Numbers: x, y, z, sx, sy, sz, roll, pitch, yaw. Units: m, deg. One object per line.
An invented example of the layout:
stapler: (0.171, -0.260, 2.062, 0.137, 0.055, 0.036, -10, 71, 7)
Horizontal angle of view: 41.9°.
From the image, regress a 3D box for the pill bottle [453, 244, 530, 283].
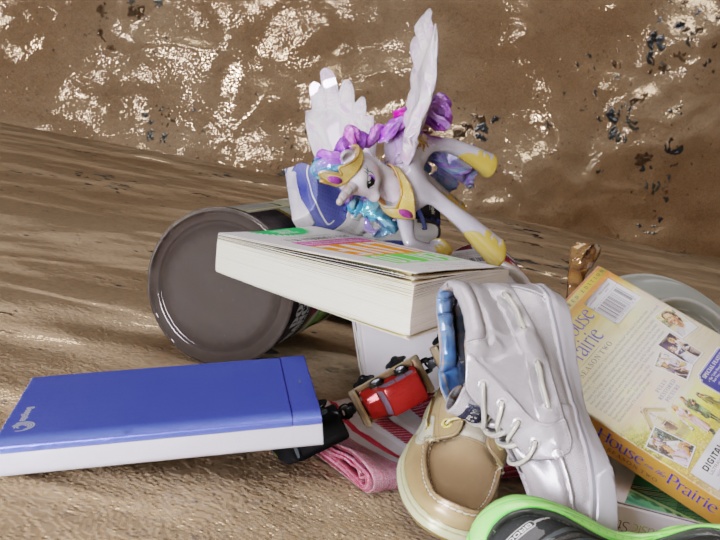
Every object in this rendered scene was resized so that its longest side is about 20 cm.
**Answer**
pill bottle: (0.154, 0.027, 1.191, 0.113, 0.115, 0.200, 11, 10, 0)

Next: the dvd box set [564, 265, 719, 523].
dvd box set: (0.223, 0.089, 0.689, 0.200, 0.030, 0.146, 32, 48, 23)

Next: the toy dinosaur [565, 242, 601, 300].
toy dinosaur: (0.189, 0.075, 0.795, 0.060, 0.201, 0.106, -16, -34, 26)

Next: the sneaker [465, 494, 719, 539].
sneaker: (0.155, 0.183, 0.516, 0.199, 0.077, 0.084, 8, 29, -4)

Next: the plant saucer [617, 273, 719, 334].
plant saucer: (0.296, 0.081, 0.872, 0.199, 0.201, 0.050, 9, -33, -12)

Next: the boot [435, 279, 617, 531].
boot: (0.097, 0.099, 0.607, 0.095, 0.201, 0.074, 6, -31, -24)

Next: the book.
book: (0.000, 0.000, 0.755, 0.199, 0.048, 0.133, 14, 14, 37)

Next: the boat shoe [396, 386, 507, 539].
boat shoe: (0.074, 0.116, 0.674, 0.074, 0.067, 0.200, 22, 22, -1)

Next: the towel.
towel: (0.047, 0.134, 0.760, 0.199, 0.023, 0.144, 4, 13, -37)

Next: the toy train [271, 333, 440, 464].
toy train: (0.025, 0.084, 0.676, 0.199, 0.034, 0.046, -27, 10, -5)

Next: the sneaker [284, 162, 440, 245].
sneaker: (0.015, -0.063, 0.936, 0.115, 0.081, 0.199, -22, -27, 20)

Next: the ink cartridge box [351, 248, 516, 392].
ink cartridge box: (0.067, 0.043, 0.868, 0.145, 0.085, 0.200, -8, 11, 1)

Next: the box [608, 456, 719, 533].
box: (0.202, 0.156, 0.722, 0.144, 0.037, 0.200, 15, 14, -5)

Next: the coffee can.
coffee can: (-0.103, 0.003, 0.950, 0.146, 0.147, 0.200, 14, 11, 14)

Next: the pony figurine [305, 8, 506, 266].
pony figurine: (0.040, -0.106, 0.840, 0.199, 0.194, 0.166, 26, -40, -35)

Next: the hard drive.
hard drive: (-0.131, 0.094, 0.640, 0.199, 0.026, 0.132, -4, 13, -8)
